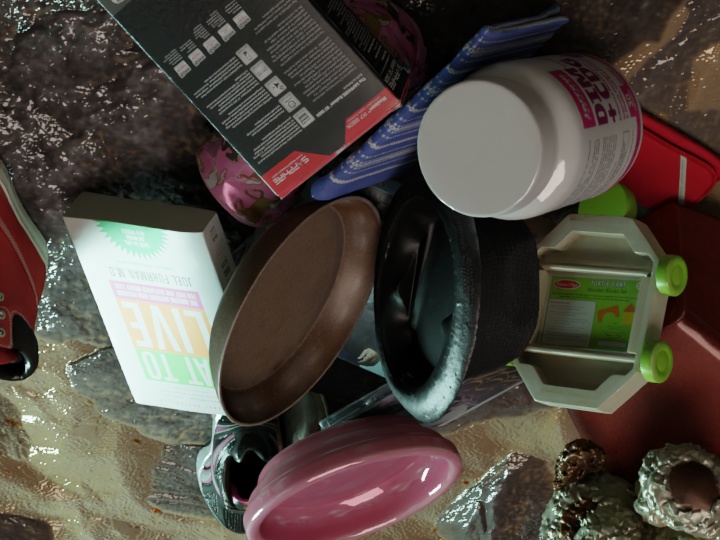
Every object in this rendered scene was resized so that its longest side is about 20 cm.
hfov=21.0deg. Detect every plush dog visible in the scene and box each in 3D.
[{"bbox_3d":[0.229,0.221,1.596,0.170,0.160,0.202,7,102,25],"label":"plush dog"}]

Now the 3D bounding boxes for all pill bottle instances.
[{"bbox_3d":[0.124,-0.098,1.416,0.113,0.114,0.200,-36,173,27],"label":"pill bottle"}]

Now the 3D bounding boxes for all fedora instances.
[{"bbox_3d":[0.080,0.017,1.490,0.091,0.202,0.201,-2,140,-22],"label":"fedora"}]

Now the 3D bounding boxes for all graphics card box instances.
[{"bbox_3d":[-0.075,-0.163,1.357,0.125,0.051,0.200,-36,107,28],"label":"graphics card box"}]

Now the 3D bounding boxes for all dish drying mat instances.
[{"bbox_3d":[0.211,-0.099,1.577,0.199,0.018,0.077,24,130,-34],"label":"dish drying mat"}]

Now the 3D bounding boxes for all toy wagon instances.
[{"bbox_3d":[0.190,0.011,1.557,0.154,0.202,0.039,5,169,42],"label":"toy wagon"}]

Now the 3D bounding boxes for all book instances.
[{"bbox_3d":[-0.147,0.029,1.563,0.133,0.048,0.201,8,134,29],"label":"book"}]

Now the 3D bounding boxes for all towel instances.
[{"bbox_3d":[0.057,-0.126,1.451,0.200,0.024,0.145,-42,171,31],"label":"towel"}]

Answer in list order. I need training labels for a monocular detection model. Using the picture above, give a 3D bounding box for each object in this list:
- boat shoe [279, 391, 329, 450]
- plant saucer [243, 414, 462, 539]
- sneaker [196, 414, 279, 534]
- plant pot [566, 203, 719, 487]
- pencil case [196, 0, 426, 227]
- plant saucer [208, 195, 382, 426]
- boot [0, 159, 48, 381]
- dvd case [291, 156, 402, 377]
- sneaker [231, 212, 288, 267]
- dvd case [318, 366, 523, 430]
[{"bbox_3d":[-0.036,0.171,1.801,0.071,0.076,0.201,-8,149,-9],"label":"boat shoe"},{"bbox_3d":[-0.011,0.183,1.702,0.199,0.051,0.201,-17,156,-8],"label":"plant saucer"},{"bbox_3d":[-0.112,0.191,1.790,0.079,0.087,0.201,-4,140,-4],"label":"sneaker"},{"bbox_3d":[0.265,0.065,1.642,0.199,0.201,0.176,-30,127,31],"label":"plant pot"},{"bbox_3d":[-0.038,-0.119,1.456,0.200,0.087,0.082,-41,161,32],"label":"pencil case"},{"bbox_3d":[-0.055,0.026,1.508,0.200,0.034,0.201,-43,150,-33],"label":"plant saucer"},{"bbox_3d":[-0.298,-0.008,1.478,0.072,0.145,0.201,-16,138,14],"label":"boot"},{"bbox_3d":[0.000,0.000,1.601,0.145,0.022,0.201,24,134,0],"label":"dvd case"},{"bbox_3d":[-0.108,0.018,1.595,0.081,0.075,0.201,28,136,-1],"label":"sneaker"},{"bbox_3d":[0.076,0.106,1.713,0.148,0.016,0.199,-32,162,31],"label":"dvd case"}]
